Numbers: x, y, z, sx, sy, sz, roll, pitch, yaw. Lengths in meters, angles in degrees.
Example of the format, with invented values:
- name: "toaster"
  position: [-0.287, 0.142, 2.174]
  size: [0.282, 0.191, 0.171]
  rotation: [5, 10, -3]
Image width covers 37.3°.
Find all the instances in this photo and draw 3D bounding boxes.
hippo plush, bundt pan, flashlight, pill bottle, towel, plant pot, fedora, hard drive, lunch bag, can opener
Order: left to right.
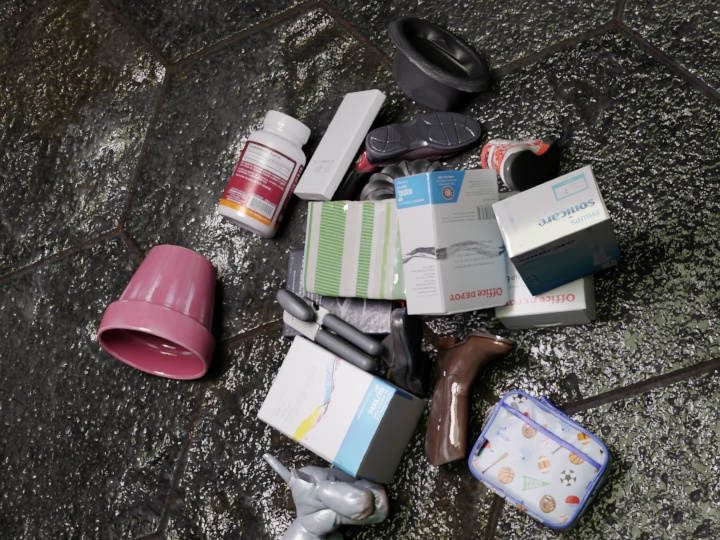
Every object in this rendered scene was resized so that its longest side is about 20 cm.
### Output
- name: "plant pot"
  position: [-0.333, 0.065, 1.846]
  size: [0.196, 0.201, 0.182]
  rotation: [3, 61, 24]
- name: "pill bottle"
  position: [-0.164, -0.170, 1.871]
  size: [0.111, 0.113, 0.203]
  rotation: [21, 83, 27]
- name: "hippo plush"
  position: [-0.053, 0.392, 1.629]
  size: [0.158, 0.198, 0.164]
  rotation: [17, 90, 48]
- name: "can opener"
  position: [-0.053, 0.094, 1.650]
  size: [0.198, 0.066, 0.053]
  rotation: [29, 99, 30]
- name: "hard drive"
  position: [-0.037, -0.214, 1.827]
  size: [0.202, 0.026, 0.131]
  rotation: [-62, 25, -9]
- name: "flashlight"
  position: [-0.023, -0.140, 1.831]
  size: [0.067, 0.068, 0.202]
  rotation: [31, 95, -13]
- name: "towel"
  position: [-0.001, -0.034, 1.639]
  size: [0.197, 0.023, 0.156]
  rotation: [1, 81, 30]
- name: "bundt pan"
  position: [0.086, -0.110, 1.705]
  size: [0.197, 0.077, 0.204]
  rotation: [-7, 38, 5]
- name: "fedora"
  position: [0.120, -0.335, 1.792]
  size: [0.201, 0.198, 0.092]
  rotation: [50, 131, 26]
- name: "lunch bag"
  position: [0.264, 0.275, 1.577]
  size: [0.198, 0.075, 0.162]
  rotation: [32, 87, 27]

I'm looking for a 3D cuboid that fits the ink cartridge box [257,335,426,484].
- name: "ink cartridge box"
  position: [-0.029, 0.220, 1.680]
  size: [0.198, 0.146, 0.148]
  rotation: [25, 87, 27]

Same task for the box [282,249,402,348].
- name: "box"
  position: [-0.016, 0.046, 1.748]
  size: [0.196, 0.104, 0.151]
  rotation: [-2, 74, 23]

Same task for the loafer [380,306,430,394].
- name: "loafer"
  position: [0.060, 0.126, 1.637]
  size: [0.071, 0.202, 0.074]
  rotation: [6, 52, 16]

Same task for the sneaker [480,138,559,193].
- name: "sneaker"
  position: [0.229, -0.163, 1.660]
  size: [0.106, 0.201, 0.069]
  rotation: [4, 107, 30]

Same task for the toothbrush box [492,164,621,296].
- name: "toothbrush box"
  position: [0.279, -0.050, 1.498]
  size: [0.144, 0.200, 0.087]
  rotation: [-22, 69, 12]

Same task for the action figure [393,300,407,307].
- name: "action figure"
  position: [0.000, 0.000, 1.671]
  size: [0.197, 0.052, 0.066]
  rotation: [21, 86, 30]

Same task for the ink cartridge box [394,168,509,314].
- name: "ink cartridge box"
  position: [0.135, -0.042, 1.575]
  size: [0.083, 0.143, 0.205]
  rotation: [-5, 91, 50]

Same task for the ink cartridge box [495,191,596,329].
- name: "ink cartridge box"
  position: [0.281, -0.020, 1.647]
  size: [0.142, 0.084, 0.204]
  rotation: [-7, 74, 21]

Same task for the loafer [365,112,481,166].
- name: "loafer"
  position: [0.102, -0.214, 1.780]
  size: [0.196, 0.063, 0.073]
  rotation: [-10, 65, -9]

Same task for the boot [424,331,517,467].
- name: "boot"
  position: [0.163, 0.200, 1.615]
  size: [0.186, 0.063, 0.204]
  rotation: [-19, 57, 62]
